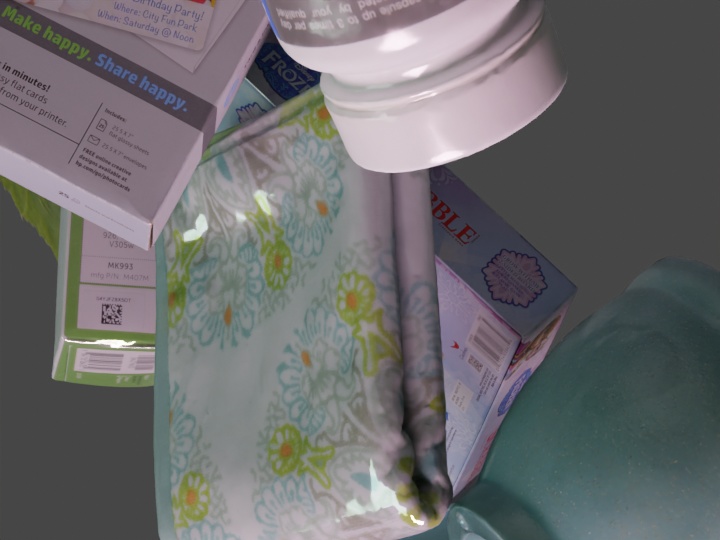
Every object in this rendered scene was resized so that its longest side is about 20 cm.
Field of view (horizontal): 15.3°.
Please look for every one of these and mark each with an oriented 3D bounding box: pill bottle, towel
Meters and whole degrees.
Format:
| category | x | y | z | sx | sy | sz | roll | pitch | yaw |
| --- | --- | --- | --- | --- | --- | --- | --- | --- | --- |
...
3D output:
| category | x | y | z | sx | sy | sz | roll | pitch | yaw |
| --- | --- | --- | --- | --- | --- | --- | --- | --- | --- |
| pill bottle | 0.004 | -0.147 | 1.025 | 0.114 | 0.113 | 0.201 | 32 | 148 | 61 |
| towel | -0.032 | 0.026 | 1.174 | 0.171 | 0.048 | 0.202 | -21 | 68 | 52 |

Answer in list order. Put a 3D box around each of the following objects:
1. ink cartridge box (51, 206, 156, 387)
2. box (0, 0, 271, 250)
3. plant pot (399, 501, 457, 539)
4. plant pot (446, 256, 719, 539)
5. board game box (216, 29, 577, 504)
| category | x | y | z | sx | sy | sz | roll | pitch | yaw |
| --- | --- | --- | --- | --- | --- | --- | --- | --- | --- |
| ink cartridge box | -0.123 | -0.049 | 1.375 | 0.104 | 0.059 | 0.202 | 124 | 148 | -74 |
| box | -0.114 | -0.132 | 1.183 | 0.155 | 0.201 | 0.041 | 28 | 161 | 2 |
| plant pot | 0.074 | 0.232 | 1.377 | 0.201 | 0.200 | 0.161 | 55 | 176 | 18 |
| plant pot | 0.120 | 0.115 | 1.094 | 0.201 | 0.134 | 0.201 | 53 | 164 | 23 |
| board game box | 0.000 | 0.000 | 1.297 | 0.199 | 0.041 | 0.200 | 43 | 153 | 13 |
